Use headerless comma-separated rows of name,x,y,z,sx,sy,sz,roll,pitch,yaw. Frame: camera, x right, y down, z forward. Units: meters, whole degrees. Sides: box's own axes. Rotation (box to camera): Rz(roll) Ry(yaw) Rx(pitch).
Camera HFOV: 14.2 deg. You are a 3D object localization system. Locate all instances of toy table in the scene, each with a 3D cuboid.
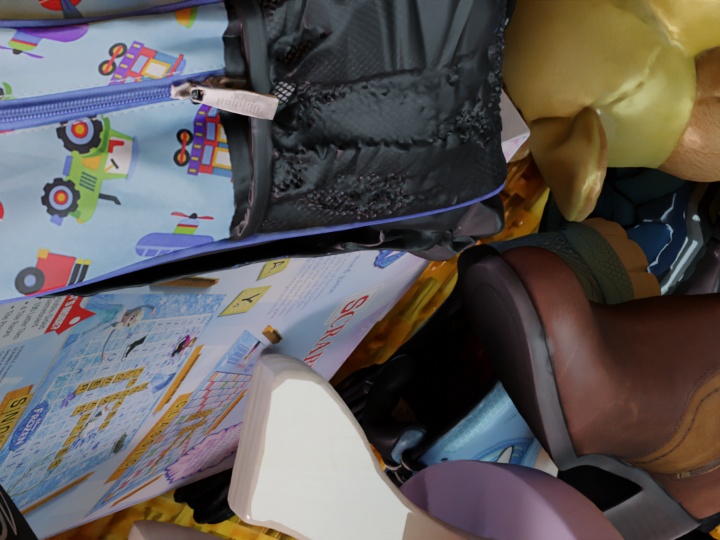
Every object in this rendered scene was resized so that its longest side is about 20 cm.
toy table,0.005,0.123,0.918,0.117,0.200,0.185,7,90,-24

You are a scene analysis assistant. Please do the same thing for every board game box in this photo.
board game box,-0.073,0.021,0.877,0.199,0.041,0.200,-18,158,-38

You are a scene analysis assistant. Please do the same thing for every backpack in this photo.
backpack,-0.079,-0.076,0.722,0.199,0.183,0.135,-15,127,-29

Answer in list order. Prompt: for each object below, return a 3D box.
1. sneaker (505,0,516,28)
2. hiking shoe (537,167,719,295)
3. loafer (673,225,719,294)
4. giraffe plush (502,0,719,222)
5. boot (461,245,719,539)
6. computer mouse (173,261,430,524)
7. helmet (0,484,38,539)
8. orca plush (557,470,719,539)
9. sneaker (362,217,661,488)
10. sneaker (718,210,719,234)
sneaker,-0.002,-0.079,0.904,0.075,0.079,0.201,-18,138,-45
hiking shoe,0.099,-0.070,1.067,0.086,0.074,0.201,9,106,-48
loafer,0.130,0.025,1.192,0.071,0.073,0.201,1,122,-51
giraffe plush,0.111,-0.096,0.945,0.163,0.200,0.173,-60,173,21
boot,0.144,0.005,0.963,0.200,0.069,0.188,-32,138,2
computer mouse,0.000,0.000,1.023,0.109,0.044,0.201,-17,136,-43
helmet,-0.190,0.090,0.727,0.200,0.190,0.200,-49,155,-31
orca plush,0.125,0.104,1.132,0.199,0.071,0.106,-15,129,-30
sneaker,0.026,0.062,1.053,0.090,0.078,0.201,4,122,-38
sneaker,0.190,-0.008,1.115,0.076,0.076,0.200,-68,161,-3
